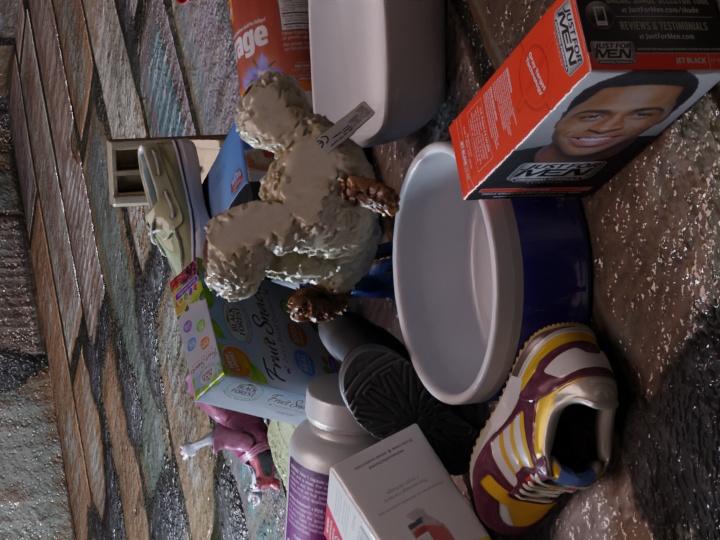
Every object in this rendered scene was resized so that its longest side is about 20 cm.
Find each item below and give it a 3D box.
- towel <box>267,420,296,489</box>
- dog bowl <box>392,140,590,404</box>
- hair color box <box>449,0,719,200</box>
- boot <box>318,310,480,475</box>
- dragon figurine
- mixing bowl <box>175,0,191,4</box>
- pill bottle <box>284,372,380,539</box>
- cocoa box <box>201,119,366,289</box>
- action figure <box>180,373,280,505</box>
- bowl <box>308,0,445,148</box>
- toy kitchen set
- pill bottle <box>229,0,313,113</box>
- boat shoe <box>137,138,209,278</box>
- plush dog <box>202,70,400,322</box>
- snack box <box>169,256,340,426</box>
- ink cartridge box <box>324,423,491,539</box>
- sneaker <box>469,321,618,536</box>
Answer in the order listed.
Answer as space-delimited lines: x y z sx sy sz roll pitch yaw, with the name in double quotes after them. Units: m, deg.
-0.064 0.195 1.695 0.200 0.036 0.149 -121 33 -51 "towel"
0.096 0.000 1.167 0.200 0.078 0.201 176 90 -70 "dog bowl"
0.142 -0.111 0.991 0.200 0.101 0.062 130 133 -63 "hair color box"
0.012 0.081 1.326 0.066 0.165 0.200 -42 32 4 "boot"
0.000 0.000 1.397 0.200 0.099 0.059 137 127 -64 "dragon figurine"
-0.157 -0.408 1.747 0.200 0.108 0.201 176 90 -69 "mixing bowl"
-0.015 0.205 1.456 0.112 0.112 0.201 -136 46 -61 "pill bottle"
-0.079 -0.062 1.553 0.200 0.133 0.132 132 133 -63 "cocoa box"
-0.135 0.191 1.849 0.149 0.134 0.200 -45 50 8 "action figure"
0.017 -0.209 1.357 0.200 0.074 0.201 -173 81 -69 "bowl"
-0.195 -0.071 1.798 0.200 0.180 0.164 -152 60 -71 "toy kitchen set"
-0.075 -0.245 1.543 0.112 0.112 0.201 142 122 -66 "pill bottle"
-0.194 -0.050 1.587 0.072 0.062 0.201 110 152 -52 "boat shoe"
-0.029 -0.050 1.284 0.172 0.160 0.201 54 -134 -69 "plush dog"
-0.086 0.079 1.508 0.053 0.199 0.143 -42 48 29 "snack box"
0.056 0.246 1.205 0.200 0.083 0.145 56 160 25 "ink cartridge box"
0.132 0.137 1.097 0.090 0.075 0.201 -109 24 -49 "sneaker"
